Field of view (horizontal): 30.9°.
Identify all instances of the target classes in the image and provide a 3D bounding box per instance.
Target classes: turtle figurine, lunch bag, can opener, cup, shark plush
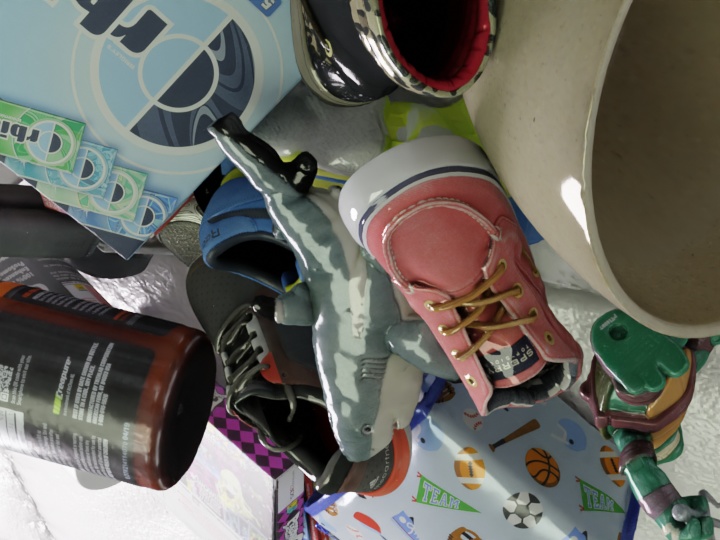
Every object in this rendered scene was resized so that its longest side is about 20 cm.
[{"bbox_3d":[0.164,0.066,0.678,0.099,0.151,0.201,11,151,23],"label":"turtle figurine"},{"bbox_3d":[0.069,0.158,0.872,0.169,0.124,0.200,39,131,1],"label":"lunch bag"},{"bbox_3d":[-0.205,-0.018,0.871,0.053,0.199,0.067,44,115,28],"label":"can opener"},{"bbox_3d":[0.123,-0.092,0.569,0.143,0.199,0.202,32,148,49],"label":"cup"},{"bbox_3d":[-0.017,0.010,0.680,0.201,0.083,0.091,58,180,-35],"label":"shark plush"}]

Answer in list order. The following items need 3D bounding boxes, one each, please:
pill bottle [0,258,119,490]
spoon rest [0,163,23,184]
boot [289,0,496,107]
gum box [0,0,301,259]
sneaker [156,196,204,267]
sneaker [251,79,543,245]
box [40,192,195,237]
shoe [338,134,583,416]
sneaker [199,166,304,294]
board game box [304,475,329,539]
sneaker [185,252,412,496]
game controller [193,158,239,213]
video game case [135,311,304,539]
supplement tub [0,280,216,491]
[{"bbox_3d":[-0.232,0.062,0.973,0.199,0.115,0.117,40,144,27],"label":"pill bottle"},{"bbox_3d":[-0.251,-0.064,0.890,0.098,0.060,0.203,21,101,30],"label":"spoon rest"},{"bbox_3d":[0.005,-0.172,0.566,0.154,0.072,0.207,-150,51,-71],"label":"boot"},{"bbox_3d":[-0.120,-0.131,0.670,0.169,0.045,0.200,39,106,-26],"label":"gum box"},{"bbox_3d":[-0.058,0.020,0.868,0.199,0.082,0.078,36,140,4],"label":"sneaker"},{"bbox_3d":[0.027,-0.047,0.731,0.197,0.076,0.106,6,138,16],"label":"sneaker"},{"bbox_3d":[-0.153,-0.135,0.780,0.093,0.103,0.202,14,135,25],"label":"box"},{"bbox_3d":[0.058,0.009,0.622,0.071,0.200,0.092,-30,67,11],"label":"shoe"},{"bbox_3d":[0.000,0.000,0.777,0.197,0.079,0.067,16,131,-6],"label":"sneaker"},{"bbox_3d":[-0.076,0.190,1.092,0.102,0.019,0.202,19,136,24],"label":"board game box"},{"bbox_3d":[-0.052,0.055,0.781,0.200,0.081,0.078,43,116,28],"label":"sneaker"},{"bbox_3d":[-0.058,-0.106,0.763,0.102,0.042,0.202,-7,131,-3],"label":"game controller"},{"bbox_3d":[-0.123,0.155,1.042,0.199,0.036,0.183,36,144,29],"label":"video game case"},{"bbox_3d":[-0.200,0.068,0.844,0.197,0.108,0.108,14,136,11],"label":"supplement tub"}]
